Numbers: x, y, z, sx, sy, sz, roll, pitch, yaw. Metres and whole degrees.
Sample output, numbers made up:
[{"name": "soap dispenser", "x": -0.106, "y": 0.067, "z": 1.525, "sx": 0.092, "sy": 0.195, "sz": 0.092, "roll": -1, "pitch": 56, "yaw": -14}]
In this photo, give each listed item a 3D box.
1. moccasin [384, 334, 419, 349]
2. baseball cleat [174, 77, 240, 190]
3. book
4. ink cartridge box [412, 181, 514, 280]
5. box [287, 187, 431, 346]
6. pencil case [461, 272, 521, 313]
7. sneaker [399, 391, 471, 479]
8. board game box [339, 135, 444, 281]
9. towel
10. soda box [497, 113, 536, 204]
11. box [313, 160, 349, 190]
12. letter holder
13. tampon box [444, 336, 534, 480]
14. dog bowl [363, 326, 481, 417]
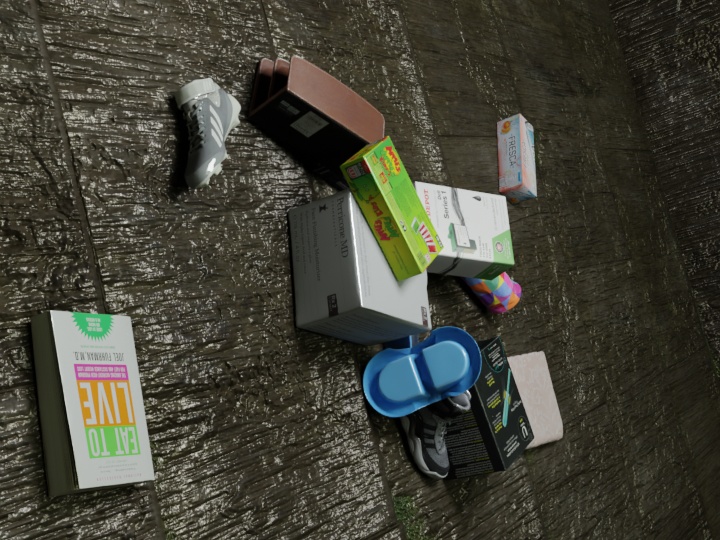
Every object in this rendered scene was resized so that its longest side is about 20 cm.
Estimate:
[{"name": "moccasin", "x": 0.075, "y": 0.064, "z": 1.752, "sx": 0.068, "sy": 0.080, "sz": 0.200, "roll": 1, "pitch": 75, "yaw": -44}, {"name": "baseball cleat", "x": -0.230, "y": -0.199, "z": 1.450, "sx": 0.106, "sy": 0.070, "sz": 0.200, "roll": 44, "pitch": 32, "yaw": -26}, {"name": "book", "x": -0.305, "y": 0.150, "z": 1.181, "sx": 0.134, "sy": 0.048, "sz": 0.200, "roll": 9, "pitch": 66, "yaw": -59}, {"name": "ink cartridge box", "x": 0.170, "y": -0.071, "z": 1.888, "sx": 0.200, "sy": 0.084, "sz": 0.146, "roll": 7, "pitch": 66, "yaw": -26}, {"name": "box", "x": 0.000, "y": 0.000, "z": 1.627, "sx": 0.200, "sy": 0.131, "sz": 0.199, "roll": 21, "pitch": 58, "yaw": -51}, {"name": "pencil case", "x": 0.241, "y": -0.001, "z": 2.039, "sx": 0.200, "sy": 0.088, "sz": 0.088, "roll": 50, "pitch": 38, "yaw": -32}, {"name": "sneaker", "x": 0.135, "y": 0.255, "z": 1.711, "sx": 0.075, "sy": 0.114, "sz": 0.200, "roll": -45, "pitch": 118, "yaw": -59}, {"name": "board game box", "x": 0.051, "y": -0.096, "z": 1.586, "sx": 0.200, "sy": 0.048, "sz": 0.102, "roll": 63, "pitch": 32, "yaw": -13}, {"name": "towel", "x": 0.352, "y": 0.266, "z": 2.122, "sx": 0.200, "sy": 0.032, "sz": 0.191, "roll": 2, "pitch": 73, "yaw": -57}, {"name": "soda box", "x": 0.358, "y": -0.256, "z": 2.356, "sx": 0.068, "sy": 0.064, "sz": 0.200, "roll": 34, "pitch": 49, "yaw": -44}, {"name": "box", "x": -0.009, "y": -0.194, "z": 1.799, "sx": 0.200, "sy": 0.036, "sz": 0.143, "roll": 34, "pitch": 48, "yaw": -46}, {"name": "letter holder", "x": -0.064, "y": -0.269, "z": 1.655, "sx": 0.200, "sy": 0.101, "sz": 0.142, "roll": 30, "pitch": 50, "yaw": -32}, {"name": "tampon box", "x": 0.196, "y": 0.242, "z": 1.809, "sx": 0.150, "sy": 0.126, "sz": 0.200, "roll": -26, "pitch": 98, "yaw": -57}, {"name": "dog bowl", "x": 0.104, "y": 0.165, "z": 1.653, "sx": 0.050, "sy": 0.200, "sz": 0.112, "roll": 27, "pitch": 42, "yaw": -67}]
